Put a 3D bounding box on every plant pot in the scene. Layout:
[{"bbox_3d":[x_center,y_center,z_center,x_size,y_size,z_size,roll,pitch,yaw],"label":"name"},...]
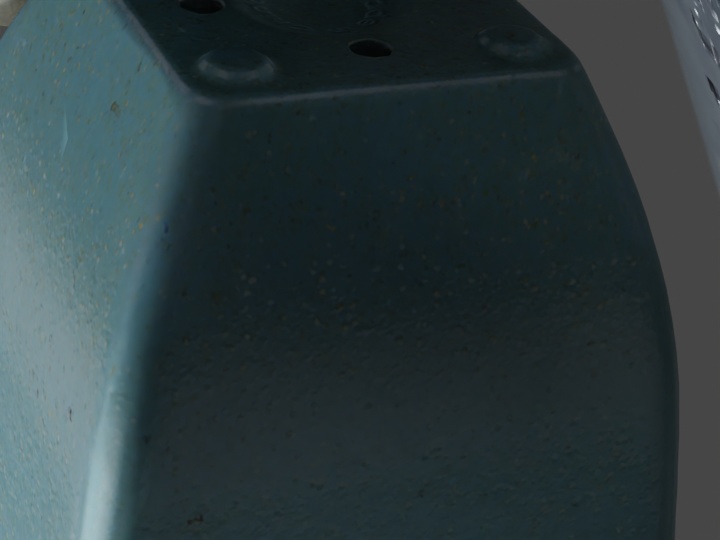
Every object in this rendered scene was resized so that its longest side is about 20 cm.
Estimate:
[{"bbox_3d":[-0.019,0.006,0.719,0.196,0.196,0.200,-127,38,-51],"label":"plant pot"}]

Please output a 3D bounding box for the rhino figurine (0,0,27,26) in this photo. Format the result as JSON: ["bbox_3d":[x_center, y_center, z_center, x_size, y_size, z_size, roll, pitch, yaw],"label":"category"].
[{"bbox_3d":[-0.047,-0.102,0.794,0.087,0.200,0.060,151,124,-63],"label":"rhino figurine"}]
